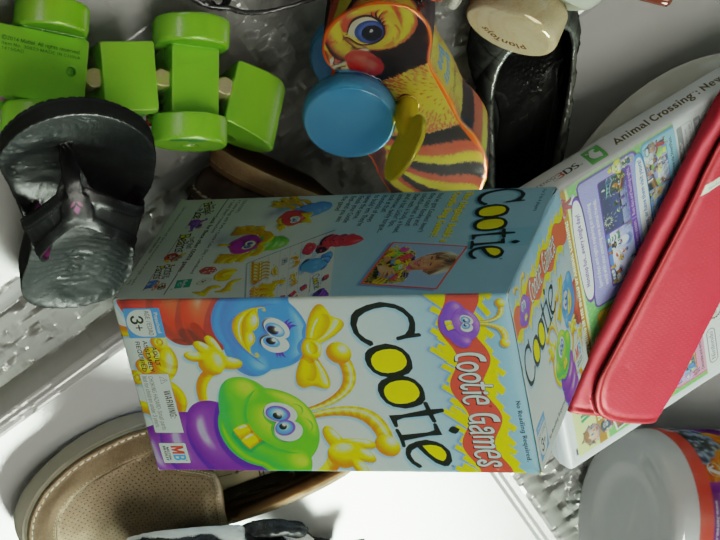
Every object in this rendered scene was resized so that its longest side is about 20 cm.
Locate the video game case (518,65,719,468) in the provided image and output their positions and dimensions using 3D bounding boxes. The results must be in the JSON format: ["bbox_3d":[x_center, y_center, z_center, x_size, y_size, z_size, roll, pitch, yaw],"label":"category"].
[{"bbox_3d":[0.169,-0.006,1.538,0.182,0.022,0.200,-31,134,-18],"label":"video game case"}]

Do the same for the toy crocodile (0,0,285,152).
[{"bbox_3d":[-0.126,-0.093,1.356,0.199,0.062,0.068,4,80,-28],"label":"toy crocodile"}]

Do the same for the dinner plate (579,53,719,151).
[{"bbox_3d":[0.195,-0.033,1.577,0.200,0.024,0.201,-18,130,-23],"label":"dinner plate"}]

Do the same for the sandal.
[{"bbox_3d":[-0.134,-0.023,1.349,0.075,0.048,0.201,-10,154,-8],"label":"sandal"}]

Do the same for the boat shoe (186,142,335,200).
[{"bbox_3d":[0.000,0.000,1.445,0.200,0.070,0.070,23,99,-5],"label":"boat shoe"}]

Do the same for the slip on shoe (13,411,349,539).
[{"bbox_3d":[-0.092,0.117,1.517,0.199,0.061,0.076,-18,129,-16],"label":"slip on shoe"}]

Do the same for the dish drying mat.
[{"bbox_3d":[0.182,-0.004,1.520,0.077,0.018,0.200,8,113,-43],"label":"dish drying mat"}]

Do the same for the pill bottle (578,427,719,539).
[{"bbox_3d":[0.244,0.154,1.685,0.199,0.111,0.112,3,121,-30],"label":"pill bottle"}]

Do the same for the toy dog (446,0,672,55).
[{"bbox_3d":[0.106,-0.170,1.315,0.096,0.200,0.132,16,90,10],"label":"toy dog"}]

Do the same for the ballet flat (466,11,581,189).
[{"bbox_3d":[0.093,-0.085,1.471,0.066,0.057,0.200,-15,131,-19],"label":"ballet flat"}]

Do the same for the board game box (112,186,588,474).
[{"bbox_3d":[-0.002,0.030,1.346,0.199,0.105,0.103,-1,120,20],"label":"board game box"}]

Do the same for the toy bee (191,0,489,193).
[{"bbox_3d":[0.015,-0.104,1.366,0.109,0.131,0.200,-27,147,28],"label":"toy bee"}]

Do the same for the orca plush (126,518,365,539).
[{"bbox_3d":[-0.063,0.186,1.538,0.105,0.071,0.200,-14,166,15],"label":"orca plush"}]
